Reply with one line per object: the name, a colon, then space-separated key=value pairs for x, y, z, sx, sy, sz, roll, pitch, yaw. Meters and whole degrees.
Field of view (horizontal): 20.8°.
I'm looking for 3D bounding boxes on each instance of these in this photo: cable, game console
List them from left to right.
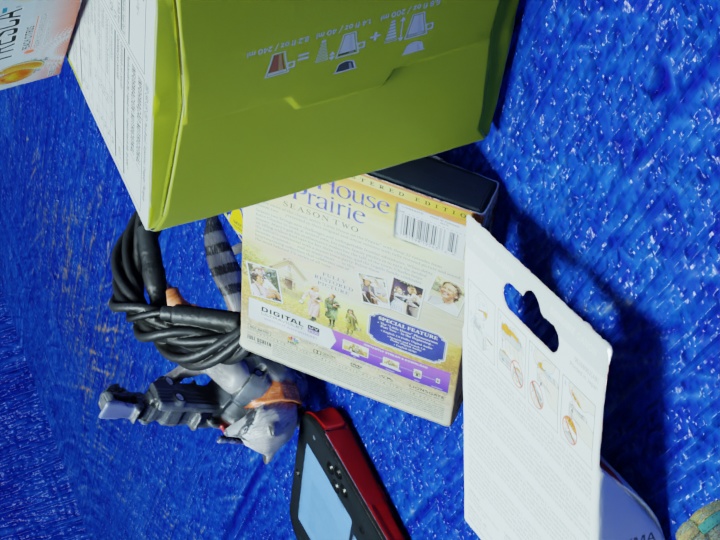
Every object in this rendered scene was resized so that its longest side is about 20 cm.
cable: x=-0.110 y=-0.008 z=1.433 sx=0.200 sy=0.163 sz=0.051 roll=41 pitch=-176 yaw=37
game console: x=-0.005 y=0.216 z=1.503 sx=0.200 sy=0.031 sz=0.177 roll=98 pitch=150 yaw=-55

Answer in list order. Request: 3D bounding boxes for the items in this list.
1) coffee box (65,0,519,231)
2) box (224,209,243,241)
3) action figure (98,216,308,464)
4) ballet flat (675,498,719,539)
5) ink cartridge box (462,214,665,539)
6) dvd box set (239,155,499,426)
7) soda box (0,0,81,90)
coffee box: x=-0.047 y=-0.174 z=0.980 sx=0.200 sy=0.199 sz=0.198 roll=100 pitch=147 yaw=-53
box: x=-0.050 y=-0.050 z=1.323 sx=0.200 sy=0.070 sz=0.065 roll=-126 pitch=25 yaw=-46
action figure: x=-0.113 y=0.060 z=1.500 sx=0.105 sy=0.199 sz=0.194 roll=-47 pitch=60 yaw=33
ballet flat: x=0.171 y=0.188 z=0.881 sx=0.071 sy=0.070 sz=0.201 roll=-138 pitch=34 yaw=-58
ink cartridge box: x=0.106 y=0.087 z=1.035 sx=0.162 sy=0.050 sz=0.201 roll=-132 pitch=38 yaw=-55
dvd box set: x=0.000 y=0.000 z=1.140 sx=0.146 sy=0.029 sz=0.201 roll=19 pitch=142 yaw=12
soda box: x=-0.179 y=-0.144 z=0.961 sx=0.200 sy=0.068 sz=0.064 roll=140 pitch=112 yaw=-72
